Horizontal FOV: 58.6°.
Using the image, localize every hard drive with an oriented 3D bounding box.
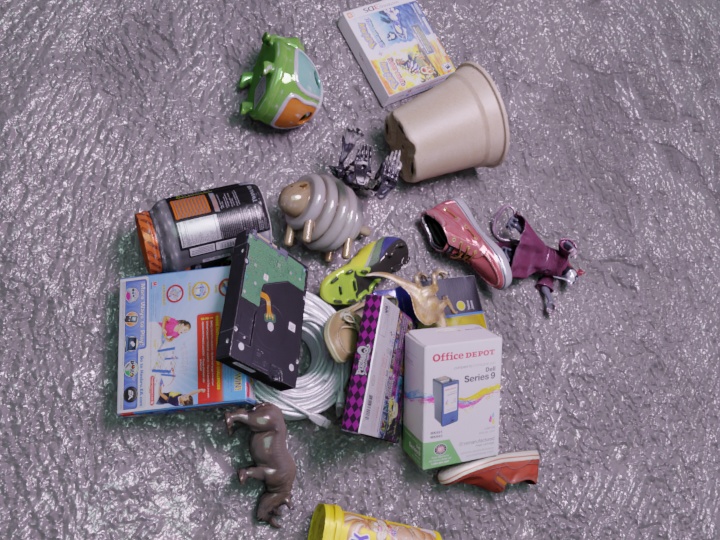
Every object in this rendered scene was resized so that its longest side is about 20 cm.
[{"bbox_3d":[-0.141,0.058,0.947,0.139,0.037,0.205,36,49,-44],"label":"hard drive"}]

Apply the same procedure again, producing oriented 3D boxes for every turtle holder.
[{"bbox_3d":[-0.141,-0.338,1.159,0.129,0.143,0.187,17,26,-28],"label":"turtle holder"}]

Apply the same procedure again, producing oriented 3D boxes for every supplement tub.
[{"bbox_3d":[-0.249,-0.063,1.020,0.195,0.123,0.126,-15,77,-22],"label":"supplement tub"}]

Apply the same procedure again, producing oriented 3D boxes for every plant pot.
[{"bbox_3d":[0.149,-0.259,1.201,0.179,0.201,0.205,-23,80,-13],"label":"plant pot"}]

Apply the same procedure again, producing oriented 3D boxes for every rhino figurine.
[{"bbox_3d":[-0.141,0.292,0.955,0.085,0.060,0.206,-14,100,-16],"label":"rhino figurine"}]

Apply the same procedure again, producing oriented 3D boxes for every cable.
[{"bbox_3d":[-0.108,0.135,1.032,0.195,0.069,0.205,20,66,-11],"label":"cable"}]

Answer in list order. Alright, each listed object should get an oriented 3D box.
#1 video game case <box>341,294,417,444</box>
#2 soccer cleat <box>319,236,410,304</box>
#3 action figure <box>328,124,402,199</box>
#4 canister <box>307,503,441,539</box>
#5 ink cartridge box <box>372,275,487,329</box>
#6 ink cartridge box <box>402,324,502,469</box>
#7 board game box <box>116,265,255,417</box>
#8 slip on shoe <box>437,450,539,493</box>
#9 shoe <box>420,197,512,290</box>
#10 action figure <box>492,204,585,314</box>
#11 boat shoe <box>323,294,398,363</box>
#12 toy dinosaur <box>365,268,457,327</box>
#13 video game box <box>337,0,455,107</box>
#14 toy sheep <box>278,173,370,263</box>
[{"bbox_3d":[0.036,0.160,1.010,0.035,0.181,0.206,4,75,24],"label":"video game case"},{"bbox_3d":[0.000,0.001,1.110,0.198,0.083,0.066,-31,116,-32],"label":"soccer cleat"},{"bbox_3d":[0.014,-0.181,1.103,0.116,0.200,0.104,23,96,-15],"label":"action figure"},{"bbox_3d":[0.018,0.447,0.961,0.195,0.087,0.153,17,68,-15],"label":"canister"},{"bbox_3d":[0.135,0.116,1.137,0.194,0.047,0.204,-5,74,-23],"label":"ink cartridge box"},{"bbox_3d":[0.148,0.201,1.044,0.141,0.087,0.207,-3,100,-20],"label":"ink cartridge box"},{"bbox_3d":[-0.259,0.105,0.958,0.189,0.056,0.206,-6,73,3],"label":"board game box"},{"bbox_3d":[0.220,0.342,1.077,0.194,0.074,0.063,0,74,-24],"label":"slip on shoe"},{"bbox_3d":[0.192,-0.040,1.186,0.089,0.072,0.203,-22,71,-32],"label":"shoe"},{"bbox_3d":[0.347,-0.017,1.246,0.196,0.136,0.150,20,23,-25],"label":"action figure"},{"bbox_3d":[0.004,0.086,1.034,0.075,0.062,0.200,63,27,0],"label":"boat shoe"},{"bbox_3d":[0.108,0.041,1.088,0.200,0.058,0.102,45,48,-12],"label":"toy dinosaur"},{"bbox_3d":[0.075,-0.455,1.309,0.179,0.047,0.204,-26,82,-22],"label":"video game box"},{"bbox_3d":[-0.059,-0.092,1.096,0.197,0.136,0.142,24,62,-42],"label":"toy sheep"}]
